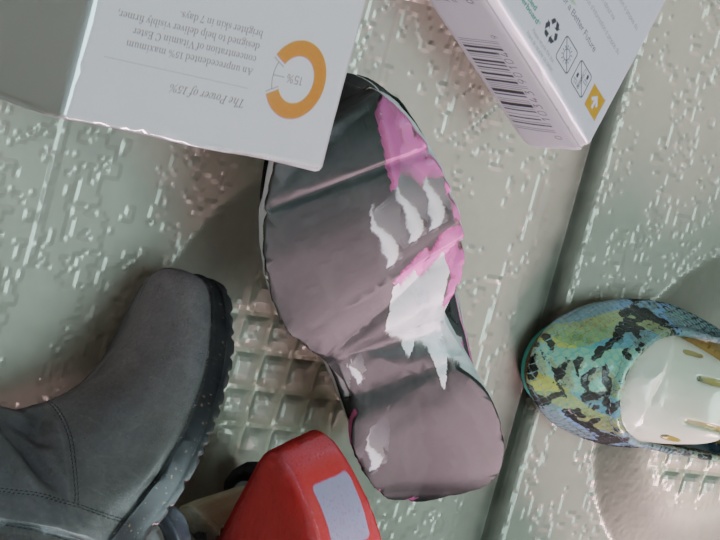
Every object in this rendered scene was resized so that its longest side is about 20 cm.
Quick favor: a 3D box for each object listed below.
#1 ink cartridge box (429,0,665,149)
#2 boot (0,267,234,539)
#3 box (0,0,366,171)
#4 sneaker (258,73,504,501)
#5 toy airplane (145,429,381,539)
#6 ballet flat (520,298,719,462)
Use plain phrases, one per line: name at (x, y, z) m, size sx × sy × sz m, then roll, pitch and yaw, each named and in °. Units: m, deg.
ink cartridge box at (0.081, -0.188, 1.162) m, size 0.198 × 0.043 × 0.200 m, roll 52°, pitch 58°, yaw -40°
boot at (-0.132, 0.060, 1.051) m, size 0.132 × 0.070 × 0.200 m, roll 30°, pitch 57°, yaw -18°
box at (-0.062, -0.150, 1.022) m, size 0.124 × 0.097 × 0.200 m, roll 10°, pitch 98°, yaw -43°
sneaker at (0.000, 0.000, 1.141) m, size 0.080 × 0.086 × 0.200 m, roll -15°, pitch 129°, yaw -4°
toy airplane at (-0.024, 0.189, 1.142) m, size 0.200 × 0.141 × 0.199 m, roll -58°, pitch 142°, yaw -18°
ballet flat at (0.163, 0.057, 1.313) m, size 0.200 × 0.074 × 0.074 m, roll 9°, pitch 99°, yaw -42°
